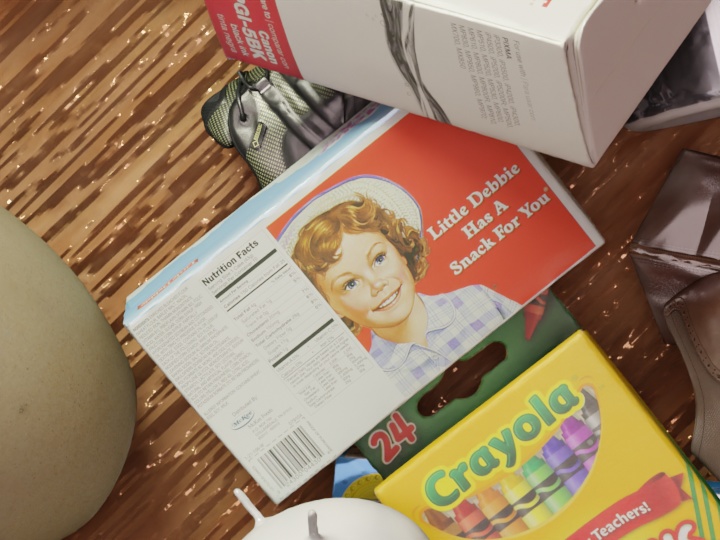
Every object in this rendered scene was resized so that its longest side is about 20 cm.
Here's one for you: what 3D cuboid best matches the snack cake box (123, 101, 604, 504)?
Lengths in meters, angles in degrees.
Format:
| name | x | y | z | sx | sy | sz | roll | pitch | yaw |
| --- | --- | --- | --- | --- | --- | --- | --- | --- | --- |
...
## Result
| name | x | y | z | sx | sy | sz | roll | pitch | yaw |
| --- | --- | --- | --- | --- | --- | --- | --- | --- | --- |
| snack cake box | 0.000 | 0.000 | 1.262 | 0.200 | 0.067 | 0.115 | -38 | 101 | 3 |

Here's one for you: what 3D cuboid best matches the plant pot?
| name | x | y | z | sx | sy | sz | roll | pitch | yaw |
| --- | --- | --- | --- | --- | --- | --- | --- | --- | --- |
| plant pot | -0.187 | 0.064 | 1.291 | 0.134 | 0.200 | 0.200 | 21 | 93 | -31 |

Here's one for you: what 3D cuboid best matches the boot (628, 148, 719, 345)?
| name | x | y | z | sx | sy | sz | roll | pitch | yaw |
| --- | --- | --- | --- | --- | --- | --- | --- | --- | --- |
| boot | 0.225 | 0.043 | 1.302 | 0.200 | 0.064 | 0.187 | 7 | 90 | 8 |

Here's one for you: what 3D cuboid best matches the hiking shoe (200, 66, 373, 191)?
| name | x | y | z | sx | sy | sz | roll | pitch | yaw |
| --- | --- | --- | --- | --- | --- | --- | --- | --- | --- |
| hiking shoe | -0.027 | -0.090 | 1.315 | 0.101 | 0.076 | 0.200 | 7 | 92 | 2 |

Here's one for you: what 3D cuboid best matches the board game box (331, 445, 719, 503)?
| name | x | y | z | sx | sy | sz | roll | pitch | yaw |
| --- | --- | --- | --- | --- | --- | --- | --- | --- | --- |
| board game box | 0.077 | 0.195 | 1.316 | 0.196 | 0.056 | 0.200 | 5 | 91 | 5 |

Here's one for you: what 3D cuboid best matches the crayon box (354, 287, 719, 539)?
| name | x | y | z | sx | sy | sz | roll | pitch | yaw |
| --- | --- | --- | --- | --- | --- | --- | --- | --- | --- |
| crayon box | 0.096 | 0.118 | 1.261 | 0.127 | 0.051 | 0.200 | -39 | 86 | 5 |

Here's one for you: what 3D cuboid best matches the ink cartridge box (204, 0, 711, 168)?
| name | x | y | z | sx | sy | sz | roll | pitch | yaw |
| --- | --- | --- | --- | --- | --- | --- | --- | --- | --- |
| ink cartridge box | 0.048 | -0.143 | 1.198 | 0.200 | 0.083 | 0.147 | 20 | 56 | 29 |

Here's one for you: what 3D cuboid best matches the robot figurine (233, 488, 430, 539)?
| name | x | y | z | sx | sy | sz | roll | pitch | yaw |
| --- | --- | --- | --- | --- | --- | --- | --- | --- | --- |
| robot figurine | 0.001 | 0.187 | 1.223 | 0.113 | 0.170 | 0.200 | -39 | 113 | -37 |

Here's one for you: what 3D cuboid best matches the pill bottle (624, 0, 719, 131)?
| name | x | y | z | sx | sy | sz | roll | pitch | yaw |
| --- | --- | --- | --- | --- | --- | --- | --- | --- | --- |
| pill bottle | 0.154 | -0.174 | 1.283 | 0.106 | 0.106 | 0.200 | -13 | 89 | 5 |

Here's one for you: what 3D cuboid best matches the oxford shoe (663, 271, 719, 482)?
| name | x | y | z | sx | sy | sz | roll | pitch | yaw |
| --- | --- | --- | --- | --- | --- | --- | --- | --- | --- |
| oxford shoe | 0.203 | 0.092 | 1.266 | 0.073 | 0.071 | 0.200 | -18 | 92 | 39 |
